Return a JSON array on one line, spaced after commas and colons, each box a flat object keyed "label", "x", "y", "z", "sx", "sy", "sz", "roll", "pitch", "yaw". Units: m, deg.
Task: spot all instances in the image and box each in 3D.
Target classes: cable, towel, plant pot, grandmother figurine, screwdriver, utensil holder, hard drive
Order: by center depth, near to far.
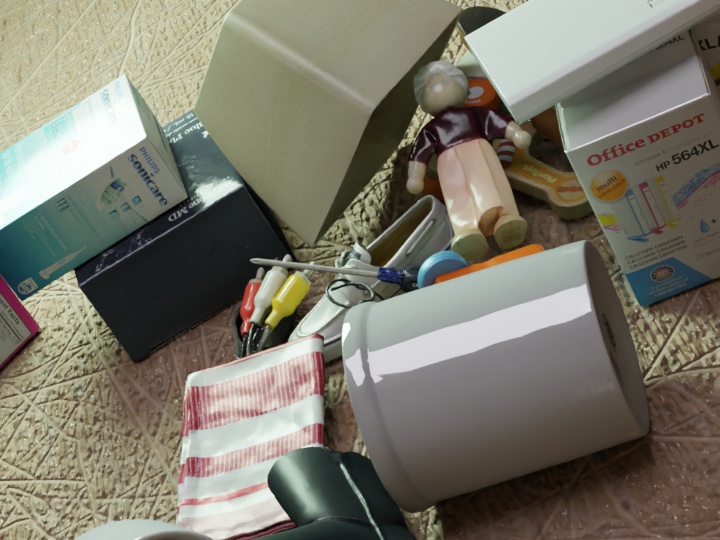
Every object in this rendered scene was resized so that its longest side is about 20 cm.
[{"label": "utensil holder", "x": 0.108, "y": 0.080, "z": 1.411, "sx": 0.198, "sy": 0.171, "sz": 0.171, "roll": -19, "pitch": 36, "yaw": 15}, {"label": "hard drive", "x": 0.192, "y": -0.204, "z": 1.461, "sx": 0.199, "sy": 0.026, "sz": 0.132, "roll": -30, "pitch": 34, "yaw": 4}, {"label": "towel", "x": -0.097, "y": 0.153, "z": 1.584, "sx": 0.143, "sy": 0.023, "sz": 0.202, "roll": -18, "pitch": 47, "yaw": 20}, {"label": "screwdriver", "x": 0.000, "y": 0.000, "z": 1.622, "sx": 0.198, "sy": 0.029, "sz": 0.028, "roll": 10, "pitch": 53, "yaw": -11}, {"label": "grandmother figurine", "x": 0.096, "y": -0.110, "z": 1.648, "sx": 0.120, "sy": 0.061, "sz": 0.202, "roll": -14, "pitch": 58, "yaw": -8}, {"label": "cable", "x": -0.109, "y": 0.072, "z": 1.700, "sx": 0.096, "sy": 0.050, "sz": 0.201, "roll": -9, "pitch": 40, "yaw": 39}, {"label": "plant pot", "x": -0.045, "y": -0.185, "z": 1.747, "sx": 0.200, "sy": 0.176, "sz": 0.201, "roll": -51, "pitch": -8, "yaw": -43}]

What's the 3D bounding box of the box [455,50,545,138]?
[{"label": "box", "x": 0.188, "y": -0.177, "z": 1.744, "sx": 0.199, "sy": 0.083, "sz": 0.069, "roll": 9, "pitch": 50, "yaw": 43}]

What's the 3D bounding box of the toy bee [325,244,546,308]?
[{"label": "toy bee", "x": 0.072, "y": 0.040, "z": 1.566, "sx": 0.197, "sy": 0.110, "sz": 0.131, "roll": 2, "pitch": 35, "yaw": 3}]

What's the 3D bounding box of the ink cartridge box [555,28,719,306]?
[{"label": "ink cartridge box", "x": 0.245, "y": -0.099, "z": 1.491, "sx": 0.127, "sy": 0.201, "sz": 0.126, "roll": -22, "pitch": 35, "yaw": 15}]

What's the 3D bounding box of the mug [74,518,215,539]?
[{"label": "mug", "x": -0.185, "y": 0.294, "z": 1.414, "sx": 0.175, "sy": 0.146, "sz": 0.202, "roll": -3, "pitch": 71, "yaw": 64}]

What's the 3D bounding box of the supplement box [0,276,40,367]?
[{"label": "supplement box", "x": -0.456, "y": 0.086, "z": 1.917, "sx": 0.101, "sy": 0.104, "sz": 0.200, "roll": 15, "pitch": 54, "yaw": 49}]

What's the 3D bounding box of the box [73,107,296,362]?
[{"label": "box", "x": -0.193, "y": -0.044, "z": 1.854, "sx": 0.195, "sy": 0.118, "sz": 0.200, "roll": -31, "pitch": 35, "yaw": 2}]

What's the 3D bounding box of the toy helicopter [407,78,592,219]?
[{"label": "toy helicopter", "x": 0.135, "y": -0.092, "z": 1.691, "sx": 0.199, "sy": 0.079, "sz": 0.132, "roll": 28, "pitch": 58, "yaw": 39}]

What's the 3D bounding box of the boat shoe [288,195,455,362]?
[{"label": "boat shoe", "x": 0.005, "y": 0.005, "z": 1.670, "sx": 0.199, "sy": 0.070, "sz": 0.071, "roll": -37, "pitch": 33, "yaw": -3}]

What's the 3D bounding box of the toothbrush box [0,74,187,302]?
[{"label": "toothbrush box", "x": -0.285, "y": -0.084, "z": 1.799, "sx": 0.199, "sy": 0.086, "sz": 0.147, "roll": -30, "pitch": 35, "yaw": 3}]

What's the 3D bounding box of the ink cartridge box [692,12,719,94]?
[{"label": "ink cartridge box", "x": 0.300, "y": -0.208, "z": 1.583, "sx": 0.145, "sy": 0.201, "sz": 0.147, "roll": -10, "pitch": 39, "yaw": 30}]

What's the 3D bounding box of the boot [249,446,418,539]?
[{"label": "boot", "x": -0.044, "y": 0.204, "z": 1.391, "sx": 0.198, "sy": 0.077, "sz": 0.168, "roll": 5, "pitch": 24, "yaw": -27}]

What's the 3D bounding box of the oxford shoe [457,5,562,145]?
[{"label": "oxford shoe", "x": 0.160, "y": -0.166, "z": 1.660, "sx": 0.200, "sy": 0.072, "sz": 0.071, "roll": 43, "pitch": 55, "yaw": 16}]
